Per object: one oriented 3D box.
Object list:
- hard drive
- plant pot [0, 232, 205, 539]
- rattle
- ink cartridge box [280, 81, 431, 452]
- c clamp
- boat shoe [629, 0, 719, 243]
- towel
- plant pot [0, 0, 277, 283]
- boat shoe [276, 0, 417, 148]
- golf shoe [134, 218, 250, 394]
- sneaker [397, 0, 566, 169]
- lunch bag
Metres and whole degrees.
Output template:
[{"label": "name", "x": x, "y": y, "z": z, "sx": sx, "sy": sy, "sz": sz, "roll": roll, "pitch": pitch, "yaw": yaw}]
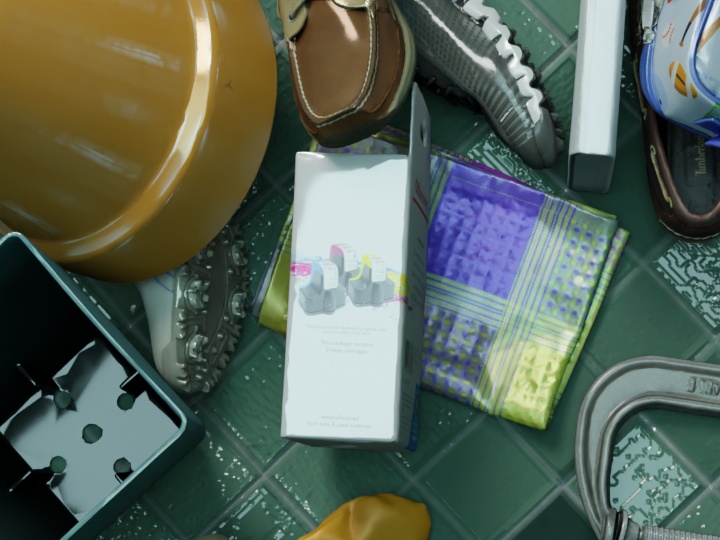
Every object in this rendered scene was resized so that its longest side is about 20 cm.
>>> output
[{"label": "hard drive", "x": 0.140, "y": -0.154, "z": 1.217, "sx": 0.026, "sy": 0.132, "sz": 0.200, "roll": 5, "pitch": 84, "yaw": 6}, {"label": "plant pot", "x": -0.175, "y": 0.089, "z": 1.188, "sx": 0.141, "sy": 0.200, "sz": 0.141, "roll": -43, "pitch": 80, "yaw": -1}, {"label": "rattle", "x": -0.031, "y": 0.193, "z": 1.159, "sx": 0.143, "sy": 0.200, "sz": 0.130, "roll": -10, "pitch": 82, "yaw": 5}, {"label": "ink cartridge box", "x": 0.000, "y": 0.000, "z": 1.200, "sx": 0.068, "sy": 0.115, "sz": 0.200, "roll": 2, "pitch": 83, "yaw": 7}, {"label": "c clamp", "x": 0.216, "y": 0.138, "z": 1.227, "sx": 0.200, "sy": 0.027, "sz": 0.171, "roll": 14, "pitch": 85, "yaw": 7}, {"label": "boat shoe", "x": 0.196, "y": -0.118, "z": 1.239, "sx": 0.070, "sy": 0.070, "sz": 0.200, "roll": -7, "pitch": 81, "yaw": 8}, {"label": "towel", "x": 0.044, "y": -0.001, "z": 1.265, "sx": 0.200, "sy": 0.023, "sz": 0.144, "roll": 22, "pitch": 85, "yaw": 9}, {"label": "plant pot", "x": -0.180, "y": -0.108, "z": 1.172, "sx": 0.200, "sy": 0.183, "sz": 0.200, "roll": -11, "pitch": 72, "yaw": 36}, {"label": "boat shoe", "x": -0.019, "y": -0.156, "z": 1.179, "sx": 0.076, "sy": 0.074, "sz": 0.200, "roll": -23, "pitch": 45, "yaw": 20}, {"label": "golf shoe", "x": -0.122, "y": -0.022, "z": 1.272, "sx": 0.097, "sy": 0.078, "sz": 0.200, "roll": -6, "pitch": 77, "yaw": 24}, {"label": "sneaker", "x": 0.045, "y": -0.133, "z": 1.262, "sx": 0.090, "sy": 0.066, "sz": 0.200, "roll": -33, "pitch": 77, "yaw": 4}, {"label": "lunch bag", "x": 0.254, "y": -0.126, "z": 1.193, "sx": 0.200, "sy": 0.076, "sz": 0.160, "roll": 22, "pitch": 80, "yaw": -19}]
